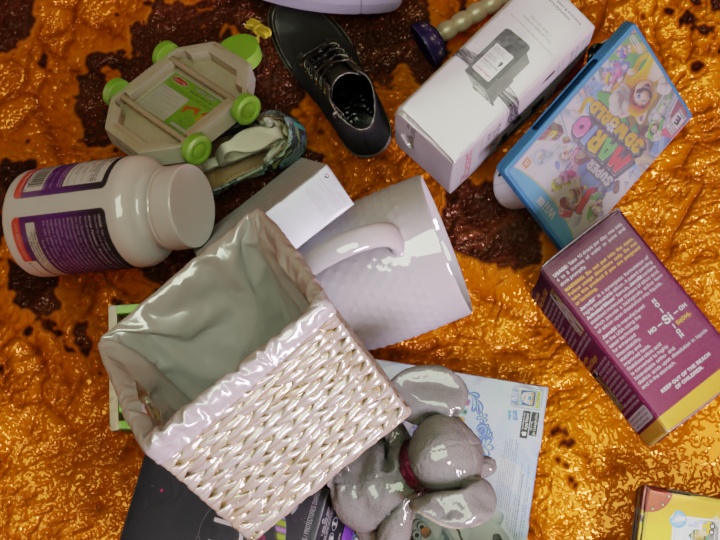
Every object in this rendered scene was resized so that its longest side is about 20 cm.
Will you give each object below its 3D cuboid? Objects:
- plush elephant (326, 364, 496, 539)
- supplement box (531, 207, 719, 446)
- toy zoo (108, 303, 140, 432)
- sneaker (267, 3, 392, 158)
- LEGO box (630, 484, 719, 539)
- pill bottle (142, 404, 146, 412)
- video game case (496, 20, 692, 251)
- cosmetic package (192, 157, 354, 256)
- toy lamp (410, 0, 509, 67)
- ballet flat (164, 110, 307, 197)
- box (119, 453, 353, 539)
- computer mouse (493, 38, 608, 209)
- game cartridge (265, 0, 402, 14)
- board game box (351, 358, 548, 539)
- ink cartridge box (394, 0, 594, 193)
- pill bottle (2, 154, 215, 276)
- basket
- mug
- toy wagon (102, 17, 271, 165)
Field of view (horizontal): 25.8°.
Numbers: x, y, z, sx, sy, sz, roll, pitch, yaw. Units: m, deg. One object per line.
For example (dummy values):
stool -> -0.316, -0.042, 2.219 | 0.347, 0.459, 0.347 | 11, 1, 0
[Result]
plush elephant -> 0.055, 0.180, 1.446 | 0.153, 0.200, 0.166 | -11, 71, 19
supplement box -> 0.268, 0.059, 1.541 | 0.103, 0.131, 0.201 | -36, 80, -5
toy zoo -> -0.160, 0.096, 1.618 | 0.198, 0.020, 0.133 | -3, 79, 4
sneaker -> -0.032, -0.217, 1.625 | 0.074, 0.106, 0.201 | -35, 79, -3
LEGO box -> 0.329, 0.319, 1.512 | 0.147, 0.077, 0.202 | 9, 80, 6
pill bottle -> -0.118, 0.127, 1.541 | 0.198, 0.112, 0.114 | 14, 80, 6
video game case -> 0.239, -0.131, 1.584 | 0.200, 0.143, 0.018 | -48, 38, -7
cosmetic package -> -0.091, -0.044, 1.549 | 0.150, 0.200, 0.052 | -36, 100, -3
toy lamp -> 0.149, -0.287, 1.652 | 0.199, 0.058, 0.058 | -34, 79, -2
ballet flat -> -0.152, -0.116, 1.635 | 0.199, 0.074, 0.075 | -26, 78, -1
box -> -0.117, 0.250, 1.520 | 0.198, 0.106, 0.123 | 12, 79, 22
computer mouse -> 0.218, -0.136, 1.605 | 0.200, 0.110, 0.044 | -49, 41, 0
game cartridge -> -0.045, -0.334, 1.663 | 0.198, 0.041, 0.134 | 10, 54, 6
board game box -> 0.076, 0.201, 1.570 | 0.197, 0.043, 0.202 | 9, 80, 5
ink cartridge box -> 0.133, -0.184, 1.588 | 0.200, 0.145, 0.083 | -44, 82, -5
pill bottle -> -0.250, -0.056, 1.574 | 0.198, 0.111, 0.113 | -5, 78, 28
basket -> -0.095, 0.093, 1.367 | 0.199, 0.198, 0.161 | -38, 123, -1
mug -> 0.000, 0.000, 1.536 | 0.174, 0.200, 0.149 | -22, 74, 7
toy wagon -> -0.169, -0.187, 1.634 | 0.200, 0.040, 0.155 | -40, 51, -19
